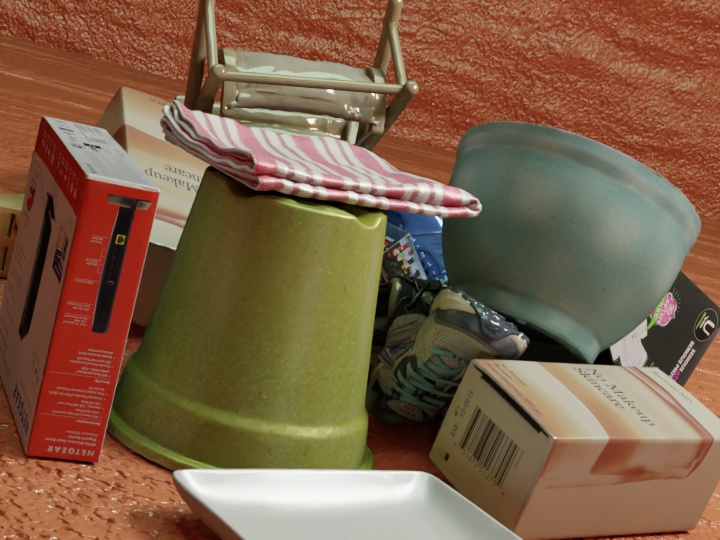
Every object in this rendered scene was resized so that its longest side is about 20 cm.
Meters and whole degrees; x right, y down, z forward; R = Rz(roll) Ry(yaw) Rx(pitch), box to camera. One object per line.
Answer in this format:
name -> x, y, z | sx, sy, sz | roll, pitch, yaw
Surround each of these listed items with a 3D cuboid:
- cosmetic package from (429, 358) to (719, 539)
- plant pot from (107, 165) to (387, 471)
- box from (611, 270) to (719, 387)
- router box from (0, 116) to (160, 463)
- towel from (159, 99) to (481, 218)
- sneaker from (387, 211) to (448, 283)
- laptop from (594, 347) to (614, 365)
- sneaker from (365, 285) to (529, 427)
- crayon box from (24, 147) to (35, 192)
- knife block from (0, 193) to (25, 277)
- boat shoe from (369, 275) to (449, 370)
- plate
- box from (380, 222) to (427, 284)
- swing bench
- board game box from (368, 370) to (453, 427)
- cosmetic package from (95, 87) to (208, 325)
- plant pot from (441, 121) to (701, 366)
cosmetic package -> 0.162, 0.127, 1.024 | 0.199, 0.088, 0.103 | 5, 26, -40
plant pot -> -0.064, 0.030, 0.990 | 0.198, 0.186, 0.200 | 15, 11, -3
box -> 0.224, 0.025, 1.365 | 0.200, 0.125, 0.148 | 38, -5, -36
router box -> -0.195, 0.006, 0.955 | 0.048, 0.181, 0.200 | 10, 12, -23
towel -> -0.027, -0.076, 1.004 | 0.199, 0.030, 0.146 | 6, 15, -37
sneaker -> 0.066, -0.002, 1.449 | 0.199, 0.077, 0.112 | 35, 50, -11
laptop -> 0.203, 0.084, 1.271 | 0.103, 0.201, 0.177 | -37, 38, -23
sneaker -> 0.059, 0.076, 1.067 | 0.077, 0.087, 0.200 | 34, -20, -6
crayon box -> -0.262, -0.097, 1.662 | 0.198, 0.059, 0.173 | 16, 13, 9
knife block -> -0.282, -0.037, 1.340 | 0.198, 0.065, 0.176 | 10, 12, -19
boat shoe -> 0.036, 0.038, 1.195 | 0.199, 0.066, 0.072 | -10, 38, 12
plate -> 0.014, 0.168, 0.820 | 0.198, 0.033, 0.200 | 6, 15, -35
box -> 0.000, 0.000, 1.363 | 0.038, 0.137, 0.200 | -35, 33, -18
swing bench -> -0.070, -0.167, 1.393 | 0.197, 0.201, 0.131 | 3, 55, -15
board game box -> 0.095, 0.112, 1.205 | 0.119, 0.033, 0.199 | -1, 19, -41
cosmetic package -> -0.175, -0.053, 1.229 | 0.103, 0.087, 0.201 | 18, 38, -30
plant pot -> 0.143, -0.005, 1.096 | 0.199, 0.135, 0.200 | 23, -15, 6
